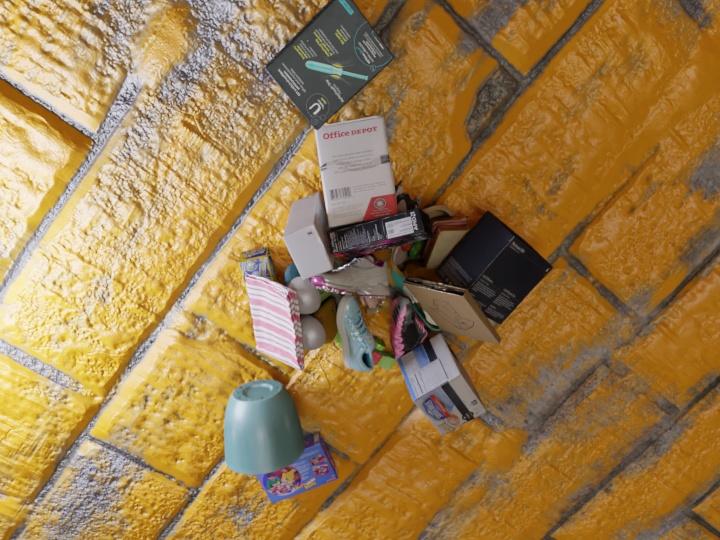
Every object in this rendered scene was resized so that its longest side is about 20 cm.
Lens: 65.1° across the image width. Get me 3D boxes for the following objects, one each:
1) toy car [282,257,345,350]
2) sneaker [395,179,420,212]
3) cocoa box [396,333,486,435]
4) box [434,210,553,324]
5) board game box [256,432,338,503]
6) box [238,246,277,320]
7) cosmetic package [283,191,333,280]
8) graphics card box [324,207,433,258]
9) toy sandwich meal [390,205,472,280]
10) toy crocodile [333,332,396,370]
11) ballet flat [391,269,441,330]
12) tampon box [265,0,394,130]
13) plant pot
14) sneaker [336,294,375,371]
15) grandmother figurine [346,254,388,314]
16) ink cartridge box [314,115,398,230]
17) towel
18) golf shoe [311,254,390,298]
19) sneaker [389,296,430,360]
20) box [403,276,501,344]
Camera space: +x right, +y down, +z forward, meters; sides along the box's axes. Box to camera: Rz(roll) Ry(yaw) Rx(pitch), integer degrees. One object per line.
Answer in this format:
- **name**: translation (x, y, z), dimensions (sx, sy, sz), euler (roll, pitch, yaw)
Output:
- **toy car**: translation (-0.116, 0.066, 1.279), dimensions (0.147, 0.175, 0.204), euler (9, 119, 30)
- **sneaker**: translation (0.045, -0.143, 1.231), dimensions (0.195, 0.080, 0.132), euler (14, 110, -12)
- **cocoa box**: translation (0.197, 0.280, 1.375), dimensions (0.130, 0.135, 0.201), euler (-31, 133, 8)
- **box**: translation (0.301, -0.001, 1.269), dimensions (0.198, 0.105, 0.183), euler (26, 111, -43)
- **board game box**: translation (-0.174, 0.533, 1.521), dimensions (0.196, 0.045, 0.137), euler (-21, 114, 3)
- **box**: translation (-0.222, 0.055, 1.297), dimensions (0.068, 0.065, 0.204), euler (-10, 115, -1)
- **cosmetic package**: translation (-0.102, -0.077, 1.175), dimensions (0.070, 0.201, 0.103), euler (-20, 114, 8)
- **graphics card box**: translation (0.041, -0.072, 1.134), dimensions (0.196, 0.125, 0.052), euler (-15, 83, 15)
- **toy sandwich meal**: translation (0.157, -0.052, 1.250), dimensions (0.202, 0.070, 0.208), euler (-25, 138, -24)
- **toy crocodile**: translation (0.005, 0.187, 1.380), dimensions (0.198, 0.062, 0.068), euler (36, 106, -19)
- **ballet flat**: translation (0.147, 0.067, 1.338), dimensions (0.067, 0.071, 0.201), euler (-37, 112, 11)
- **tampon box**: translation (-0.060, -0.402, 1.080), dimensions (0.199, 0.127, 0.150), euler (-39, 112, 12)
- **plant pot**: translation (-0.239, 0.363, 1.366), dimensions (0.195, 0.201, 0.165), euler (-6, 102, -3)
- **sneaker**: translation (0.000, 0.143, 1.277), dimensions (0.080, 0.074, 0.204), euler (12, 128, 28)
- **grandmother figurine**: translation (0.000, 0.000, 1.279), dimensions (0.059, 0.122, 0.203), euler (-9, 118, 28)
- **ink cartridge box**: translation (-0.007, -0.194, 1.154), dimensions (0.143, 0.083, 0.205), euler (-9, 86, 1)
- **towel**: translation (-0.189, 0.115, 1.227), dimensions (0.144, 0.030, 0.204), euler (17, 123, 35)
- **golf shoe**: translation (-0.018, 0.009, 1.195), dimensions (0.197, 0.075, 0.094), euler (8, 87, -39)
- **sneaker**: translation (0.121, 0.133, 1.346), dimensions (0.093, 0.080, 0.203), euler (-6, 137, -5)
- **box**: translation (0.200, 0.088, 1.222), dimensions (0.022, 0.161, 0.200), euler (-58, 133, -19)
